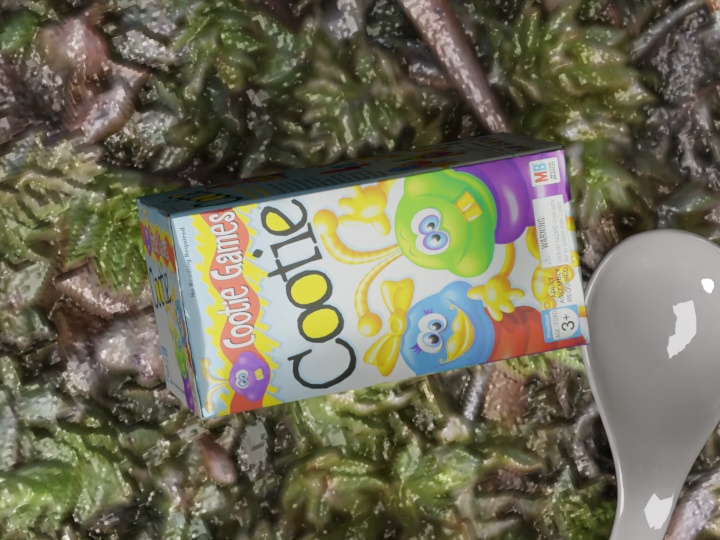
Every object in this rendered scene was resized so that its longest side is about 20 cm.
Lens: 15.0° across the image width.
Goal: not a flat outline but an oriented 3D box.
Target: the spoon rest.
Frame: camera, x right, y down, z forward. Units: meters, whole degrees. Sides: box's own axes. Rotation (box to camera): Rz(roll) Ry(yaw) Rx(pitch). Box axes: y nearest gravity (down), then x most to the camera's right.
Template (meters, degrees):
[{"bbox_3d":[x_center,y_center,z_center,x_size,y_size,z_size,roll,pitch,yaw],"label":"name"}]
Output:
[{"bbox_3d":[0.151,0.077,1.434,0.099,0.061,0.201,11,94,-15],"label":"spoon rest"}]

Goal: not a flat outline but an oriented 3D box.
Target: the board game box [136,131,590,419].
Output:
[{"bbox_3d":[0.000,0.000,1.366,0.199,0.105,0.103,-10,99,-12],"label":"board game box"}]
